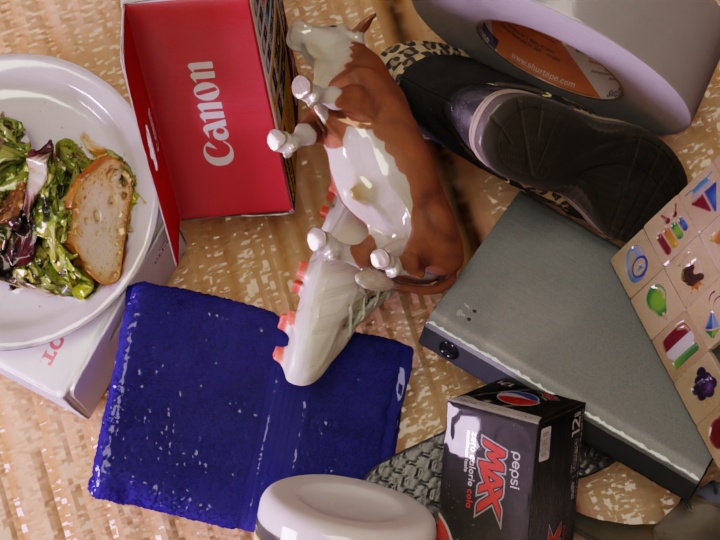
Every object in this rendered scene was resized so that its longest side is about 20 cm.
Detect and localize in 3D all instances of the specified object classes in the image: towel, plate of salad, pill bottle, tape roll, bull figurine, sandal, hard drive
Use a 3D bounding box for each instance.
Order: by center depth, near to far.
[{"bbox_3d":[-0.022,0.238,1.425,0.111,0.112,0.202,12,103,9],"label":"pill bottle"},{"bbox_3d":[0.001,-0.075,1.443,0.065,0.121,0.201,-33,82,34],"label":"bull figurine"},{"bbox_3d":[0.135,-0.163,1.479,0.199,0.200,0.067,25,80,11],"label":"tape roll"},{"bbox_3d":[0.155,0.046,1.480,0.199,0.033,0.140,30,51,10],"label":"hard drive"},{"bbox_3d":[-0.229,-0.048,1.486,0.198,0.048,0.202,-1,76,6],"label":"plate of salad"},{"bbox_3d":[-0.071,0.099,1.490,0.198,0.050,0.149,15,74,-14],"label":"towel"},{"bbox_3d":[0.091,0.118,1.495,0.199,0.045,0.076,-22,82,-6],"label":"sandal"}]

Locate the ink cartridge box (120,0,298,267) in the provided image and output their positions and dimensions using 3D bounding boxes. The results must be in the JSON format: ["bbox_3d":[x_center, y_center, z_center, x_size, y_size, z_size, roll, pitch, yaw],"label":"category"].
[{"bbox_3d":[-0.093,-0.130,1.469,0.083,0.201,0.177,-4,50,5],"label":"ink cartridge box"}]

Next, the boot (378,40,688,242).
[{"bbox_3d":[0.111,-0.088,1.513,0.150,0.199,0.074,32,101,49],"label":"boot"}]

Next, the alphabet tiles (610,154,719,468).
[{"bbox_3d":[0.253,-0.004,1.408,0.200,0.008,0.168,-45,52,30],"label":"alphabet tiles"}]

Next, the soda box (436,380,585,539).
[{"bbox_3d":[0.089,0.175,1.425,0.070,0.063,0.202,12,105,32],"label":"soda box"}]

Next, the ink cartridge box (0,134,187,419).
[{"bbox_3d":[-0.238,-0.011,1.545,0.199,0.083,0.146,27,80,12],"label":"ink cartridge box"}]

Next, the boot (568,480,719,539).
[{"bbox_3d":[0.200,0.173,1.471,0.199,0.075,0.097,25,64,9],"label":"boot"}]

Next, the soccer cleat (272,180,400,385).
[{"bbox_3d":[0.000,0.000,1.488,0.077,0.070,0.201,21,45,-1],"label":"soccer cleat"}]
